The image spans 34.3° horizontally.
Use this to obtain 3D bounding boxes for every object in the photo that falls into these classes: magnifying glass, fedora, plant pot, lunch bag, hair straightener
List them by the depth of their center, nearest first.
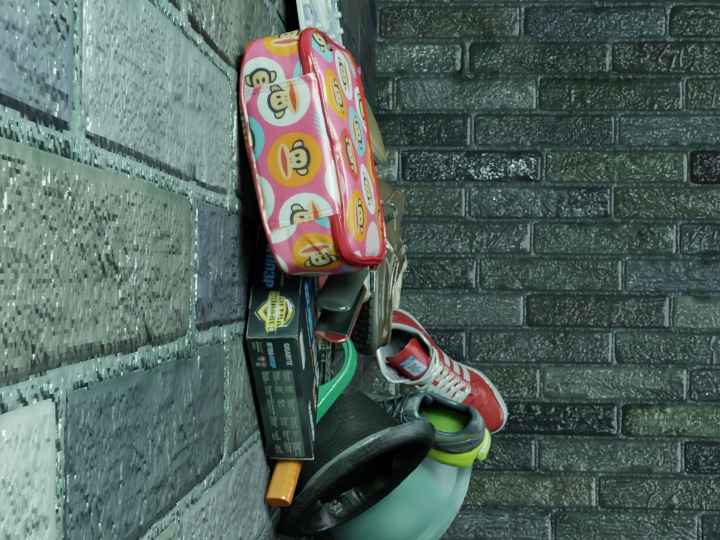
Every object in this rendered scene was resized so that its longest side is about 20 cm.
[{"bbox_3d":[-0.034,-0.093,0.987,0.176,0.082,0.200,4,76,-76],"label":"lunch bag"},{"bbox_3d":[0.001,-0.019,1.113,0.200,0.041,0.077,-59,158,-50],"label":"hair straightener"},{"bbox_3d":[-0.056,0.139,1.154,0.022,0.080,0.200,61,35,-47],"label":"magnifying glass"},{"bbox_3d":[-0.021,0.189,1.203,0.092,0.200,0.201,55,-12,24],"label":"fedora"},{"bbox_3d":[0.012,0.231,1.379,0.134,0.200,0.200,38,36,-30],"label":"plant pot"}]

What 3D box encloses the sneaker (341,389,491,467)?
[{"bbox_3d":[0.045,0.158,1.274,0.081,0.200,0.074,86,12,-54],"label":"sneaker"}]

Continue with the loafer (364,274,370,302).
[{"bbox_3d":[-0.017,-0.057,1.232,0.072,0.063,0.200,-38,-117,45],"label":"loafer"}]

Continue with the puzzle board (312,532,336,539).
[{"bbox_3d":[0.001,0.283,1.525,0.200,0.017,0.151,-43,-151,36],"label":"puzzle board"}]

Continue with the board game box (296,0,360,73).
[{"bbox_3d":[-0.037,-0.297,1.274,0.200,0.026,0.200,-9,91,-80],"label":"board game box"}]

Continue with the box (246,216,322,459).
[{"bbox_3d":[-0.066,0.056,1.077,0.200,0.046,0.159,86,5,-50],"label":"box"}]

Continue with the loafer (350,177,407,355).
[{"bbox_3d":[0.024,-0.007,1.278,0.073,0.071,0.200,-4,-98,58],"label":"loafer"}]

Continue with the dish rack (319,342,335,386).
[{"bbox_3d":[-0.050,0.035,1.337,0.153,0.054,0.200,-77,169,-69],"label":"dish rack"}]

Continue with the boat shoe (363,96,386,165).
[{"bbox_3d":[-0.029,-0.158,1.200,0.200,0.065,0.072,41,30,-64],"label":"boat shoe"}]

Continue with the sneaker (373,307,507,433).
[{"bbox_3d":[0.089,0.125,1.363,0.071,0.200,0.112,-49,177,7],"label":"sneaker"}]

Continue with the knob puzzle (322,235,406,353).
[{"bbox_3d":[0.012,0.011,1.622,0.220,0.030,0.220,-34,-132,49],"label":"knob puzzle"}]

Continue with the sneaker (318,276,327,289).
[{"bbox_3d":[-0.060,-0.057,1.154,0.087,0.074,0.200,-12,126,-42],"label":"sneaker"}]
